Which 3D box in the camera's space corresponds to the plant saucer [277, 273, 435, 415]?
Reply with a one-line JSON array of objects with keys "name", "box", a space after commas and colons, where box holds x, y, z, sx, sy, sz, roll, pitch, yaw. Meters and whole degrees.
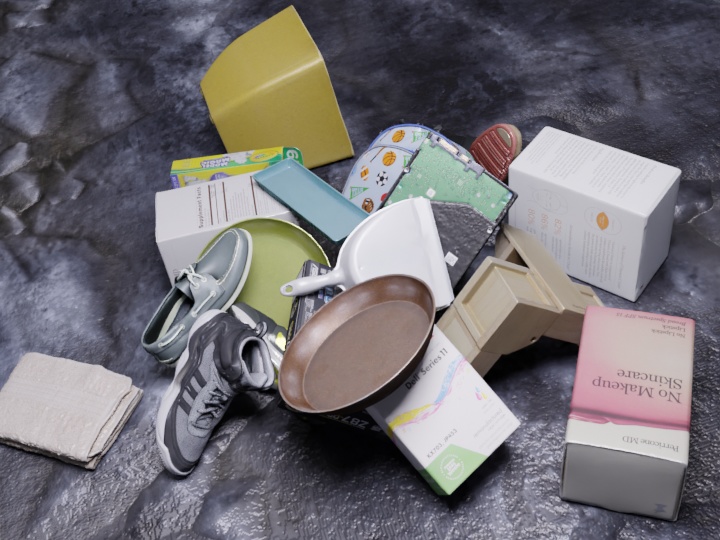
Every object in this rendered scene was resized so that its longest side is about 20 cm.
[{"name": "plant saucer", "box": [0.001, 0.085, 0.978, 0.198, 0.035, 0.202, -26, 30, 16]}]

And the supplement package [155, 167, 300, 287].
[{"name": "supplement package", "box": [-0.183, -0.052, 1.287, 0.196, 0.123, 0.121, -13, 41, -3]}]

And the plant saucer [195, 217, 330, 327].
[{"name": "plant saucer", "box": [-0.130, 0.031, 1.196, 0.196, 0.031, 0.204, -1, 81, 4]}]

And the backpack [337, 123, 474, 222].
[{"name": "backpack", "box": [0.066, -0.103, 1.236, 0.198, 0.154, 0.193, 21, 87, 28]}]

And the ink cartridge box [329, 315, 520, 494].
[{"name": "ink cartridge box", "box": [0.067, 0.136, 1.004, 0.117, 0.067, 0.200, -41, 83, -12]}]

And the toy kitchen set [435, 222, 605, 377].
[{"name": "toy kitchen set", "box": [0.181, 0.062, 1.143, 0.198, 0.181, 0.164, 14, 33, -36]}]

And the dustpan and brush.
[{"name": "dustpan and brush", "box": [0.000, 0.000, 1.085, 0.196, 0.057, 0.142, -13, 83, -13]}]

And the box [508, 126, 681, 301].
[{"name": "box", "box": [0.309, -0.078, 1.204, 0.198, 0.154, 0.106, 25, 53, 30]}]

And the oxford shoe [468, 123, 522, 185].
[{"name": "oxford shoe", "box": [0.196, -0.147, 1.269, 0.074, 0.201, 0.071, -23, 70, -20]}]

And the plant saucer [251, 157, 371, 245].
[{"name": "plant saucer", "box": [-0.066, -0.094, 1.209, 0.069, 0.019, 0.199, -28, 47, -27]}]

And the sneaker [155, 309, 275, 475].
[{"name": "sneaker", "box": [-0.169, 0.146, 1.059, 0.112, 0.075, 0.203, 3, 71, 41]}]

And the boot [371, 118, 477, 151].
[{"name": "boot", "box": [0.089, -0.162, 1.390, 0.160, 0.074, 0.199, 10, 40, 17]}]

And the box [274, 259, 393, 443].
[{"name": "box", "box": [-0.013, 0.095, 1.101, 0.159, 0.049, 0.202, 18, 46, -14]}]

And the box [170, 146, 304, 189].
[{"name": "box", "box": [-0.178, -0.118, 1.359, 0.196, 0.119, 0.049, -9, 36, 1]}]

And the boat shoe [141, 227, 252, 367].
[{"name": "boat shoe", "box": [-0.209, 0.028, 1.143, 0.072, 0.062, 0.202, 31, 88, 40]}]

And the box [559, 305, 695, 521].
[{"name": "box", "box": [0.299, 0.153, 0.998, 0.126, 0.110, 0.202, 7, 45, 16]}]

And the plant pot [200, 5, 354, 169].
[{"name": "plant pot", "box": [-0.148, -0.274, 1.474, 0.197, 0.197, 0.195, -24, 44, -2]}]

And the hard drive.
[{"name": "hard drive", "box": [0.087, -0.052, 1.124, 0.139, 0.038, 0.202, 35, 99, 9]}]

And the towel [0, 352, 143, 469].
[{"name": "towel", "box": [-0.390, 0.176, 1.154, 0.196, 0.035, 0.133, 9, 46, 19]}]

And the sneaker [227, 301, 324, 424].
[{"name": "sneaker", "box": [-0.091, 0.109, 1.140, 0.200, 0.075, 0.084, 43, 50, 19]}]
